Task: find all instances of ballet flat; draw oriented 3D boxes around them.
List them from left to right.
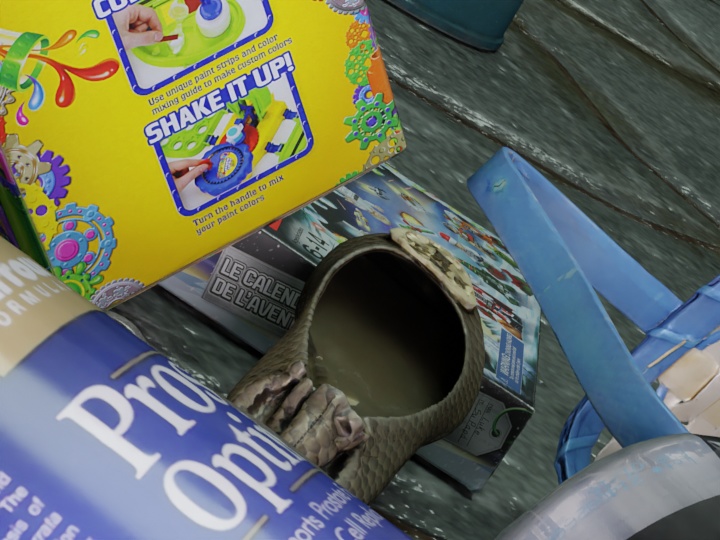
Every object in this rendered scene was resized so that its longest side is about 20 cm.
[{"bbox_3d":[0.002,0.026,0.858,0.067,0.046,0.200,36,25,5],"label":"ballet flat"}]

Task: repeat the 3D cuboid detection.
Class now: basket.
[{"bbox_3d":[0.121,0.057,0.882,0.200,0.139,0.176,44,13,-29],"label":"basket"}]

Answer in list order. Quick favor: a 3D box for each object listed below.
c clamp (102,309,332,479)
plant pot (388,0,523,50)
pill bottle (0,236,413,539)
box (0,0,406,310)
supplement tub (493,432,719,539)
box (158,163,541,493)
[{"bbox_3d":[-0.066,0.056,0.678,0.171,0.027,0.200,39,22,8],"label":"c clamp"},{"bbox_3d":[0.055,-0.272,1.793,0.200,0.188,0.200,32,13,-8],"label":"plant pot"},{"bbox_3d":[-0.073,0.056,0.514,0.200,0.112,0.112,36,13,6],"label":"pill bottle"},{"bbox_3d":[-0.102,-0.128,0.873,0.200,0.122,0.193,50,-17,47],"label":"box"},{"bbox_3d":[0.108,0.138,0.637,0.122,0.123,0.200,20,20,-47],"label":"supplement tub"},{"bbox_3d":[0.000,0.000,1.036,0.137,0.040,0.200,33,14,-4],"label":"box"}]
